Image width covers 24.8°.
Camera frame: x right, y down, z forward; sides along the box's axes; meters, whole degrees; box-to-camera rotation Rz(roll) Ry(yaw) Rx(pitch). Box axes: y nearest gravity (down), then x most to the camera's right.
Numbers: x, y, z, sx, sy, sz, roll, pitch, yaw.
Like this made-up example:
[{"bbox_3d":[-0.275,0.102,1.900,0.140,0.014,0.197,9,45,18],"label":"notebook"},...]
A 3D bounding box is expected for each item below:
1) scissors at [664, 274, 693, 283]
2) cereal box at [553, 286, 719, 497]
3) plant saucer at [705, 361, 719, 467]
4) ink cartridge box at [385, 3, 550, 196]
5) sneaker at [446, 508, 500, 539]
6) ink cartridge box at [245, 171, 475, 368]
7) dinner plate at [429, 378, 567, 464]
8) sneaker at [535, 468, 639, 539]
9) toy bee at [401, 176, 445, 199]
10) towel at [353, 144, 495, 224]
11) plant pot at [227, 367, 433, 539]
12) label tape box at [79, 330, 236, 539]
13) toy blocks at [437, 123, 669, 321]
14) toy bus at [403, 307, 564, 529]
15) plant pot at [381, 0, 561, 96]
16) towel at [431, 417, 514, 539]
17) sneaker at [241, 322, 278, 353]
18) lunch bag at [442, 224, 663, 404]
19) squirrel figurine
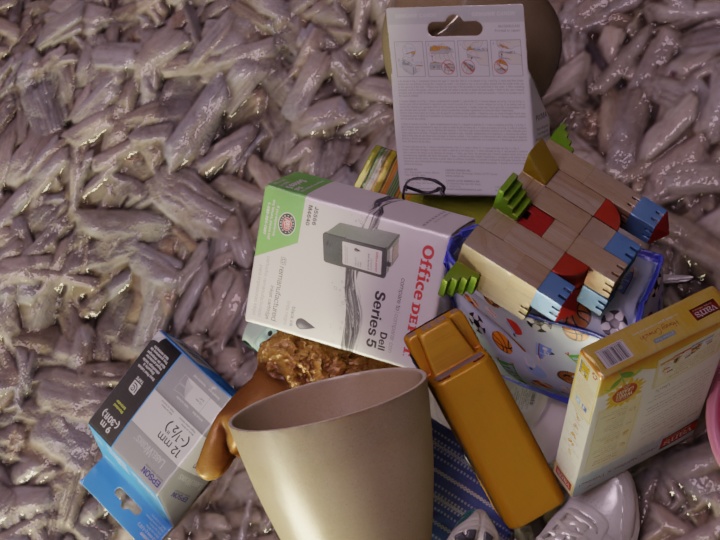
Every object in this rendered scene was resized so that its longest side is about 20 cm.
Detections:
[{"bbox_3d":[0.234,0.006,1.654,0.199,0.014,0.073,-15,45,17],"label":"scissors"},{"bbox_3d":[0.249,0.111,1.460,0.143,0.200,0.040,-24,57,-20],"label":"cereal box"},{"bbox_3d":[0.414,0.130,1.474,0.200,0.051,0.201,-12,63,25],"label":"plant saucer"},{"bbox_3d":[0.114,-0.177,1.708,0.162,0.057,0.201,3,104,28],"label":"ink cartridge box"},{"bbox_3d":[0.095,0.319,1.540,0.077,0.080,0.201,15,104,0],"label":"sneaker"},{"bbox_3d":[0.000,0.000,1.620,0.199,0.084,0.146,15,107,18],"label":"ink cartridge box"},{"bbox_3d":[0.137,0.119,1.658,0.199,0.024,0.201,-11,65,25],"label":"dinner plate"},{"bbox_3d":[0.193,0.266,1.512,0.075,0.100,0.201,25,82,33],"label":"sneaker"},{"bbox_3d":[0.015,-0.023,1.713,0.130,0.200,0.109,6,77,-1],"label":"toy bee"},{"bbox_3d":[0.076,-0.077,1.783,0.199,0.018,0.086,19,80,35],"label":"towel"},{"bbox_3d":[-0.008,0.212,1.500,0.187,0.187,0.201,-9,98,27],"label":"plant pot"},{"bbox_3d":[-0.227,0.189,1.814,0.143,0.066,0.200,38,89,36],"label":"label tape box"},{"bbox_3d":[0.180,-0.021,1.438,0.136,0.100,0.200,33,57,13],"label":"toy blocks"},{"bbox_3d":[0.115,0.138,1.541,0.065,0.078,0.201,-29,101,-2],"label":"toy bus"},{"bbox_3d":[0.100,-0.259,1.778,0.200,0.134,0.201,-12,64,26],"label":"plant pot"},{"bbox_3d":[0.065,0.258,1.589,0.144,0.024,0.200,32,85,-5],"label":"towel"},{"bbox_3d":[-0.045,0.066,1.745,0.200,0.074,0.119,12,69,50],"label":"sneaker"},{"bbox_3d":[0.181,0.038,1.547,0.199,0.170,0.124,14,61,20],"label":"lunch bag"},{"bbox_3d":[-0.033,0.160,1.658,0.186,0.141,0.201,25,99,28],"label":"squirrel figurine"}]
